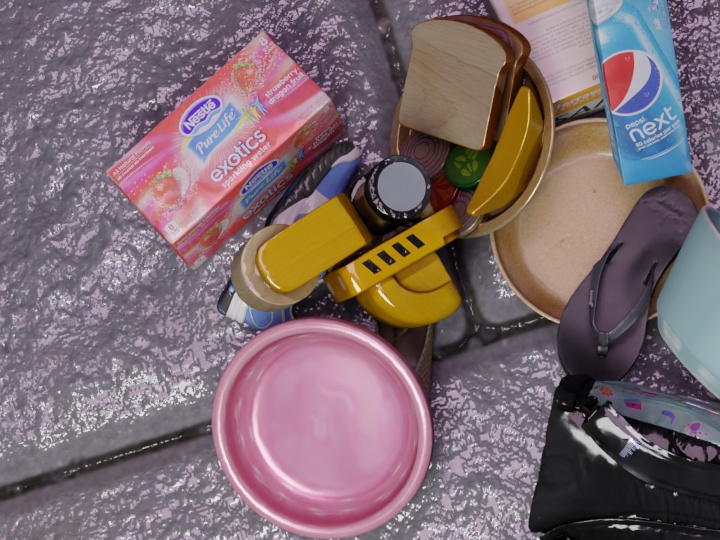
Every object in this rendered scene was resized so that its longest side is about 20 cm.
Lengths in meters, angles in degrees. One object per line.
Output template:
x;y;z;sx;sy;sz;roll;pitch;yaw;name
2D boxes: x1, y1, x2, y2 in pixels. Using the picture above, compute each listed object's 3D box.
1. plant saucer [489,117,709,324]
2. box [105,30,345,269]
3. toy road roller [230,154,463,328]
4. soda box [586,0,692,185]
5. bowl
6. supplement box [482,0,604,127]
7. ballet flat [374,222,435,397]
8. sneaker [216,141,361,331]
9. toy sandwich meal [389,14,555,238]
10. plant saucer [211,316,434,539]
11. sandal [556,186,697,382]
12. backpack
0.218;-0.039;1.765;0.200;0.035;0.201;-2;75;7;plant saucer
-0.123;-0.112;1.801;0.200;0.095;0.103;-42;73;-4;box
0.000;0.000;1.695;0.200;0.123;0.146;-30;90;-12;toy road roller
0.240;-0.181;1.686;0.064;0.068;0.200;-12;117;4;soda box
0.331;0.050;1.660;0.105;0.201;0.201;-47;73;14;bowl
0.187;-0.246;1.803;0.126;0.074;0.200;-22;73;0;supplement box
0.038;0.048;1.762;0.067;0.046;0.200;1;76;8;ballet flat
-0.052;-0.029;1.791;0.077;0.076;0.200;33;83;-6;sneaker
0.091;-0.130;1.747;0.205;0.070;0.206;-6;81;39;toy sandwich meal
-0.030;0.136;1.715;0.200;0.051;0.201;3;102;14;plant saucer
0.231;0.013;1.708;0.076;0.043;0.200;24;80;13;sandal
0.254;0.171;1.646;0.200;0.127;0.167;12;118;10;backpack
